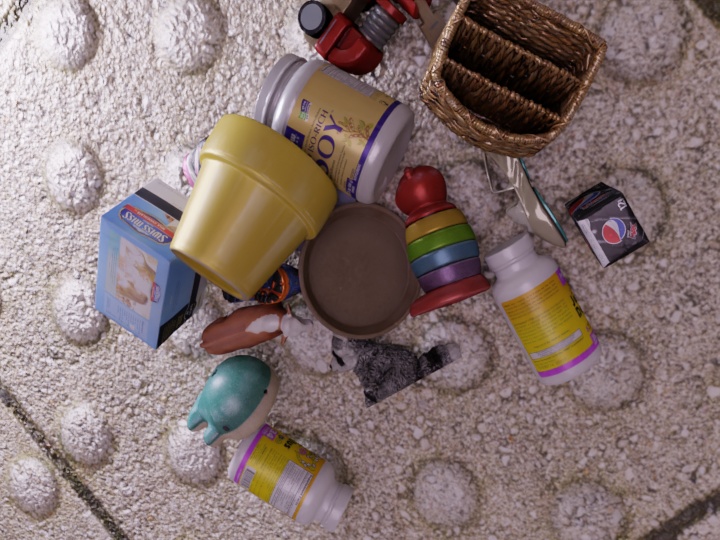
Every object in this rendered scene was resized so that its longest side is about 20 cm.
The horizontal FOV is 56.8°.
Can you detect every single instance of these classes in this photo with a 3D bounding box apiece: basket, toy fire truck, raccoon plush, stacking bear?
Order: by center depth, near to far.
[{"bbox_3d":[0.185,-0.246,0.857,0.196,0.149,0.146,26,77,-7],"label":"basket"},{"bbox_3d":[0.039,-0.343,0.945,0.200,0.128,0.177,45,108,13],"label":"toy fire truck"},{"bbox_3d":[0.109,-0.053,0.975,0.112,0.120,0.206,-25,80,43],"label":"stacking bear"},{"bbox_3d":[0.045,0.121,1.054,0.196,0.097,0.137,-25,80,-12],"label":"raccoon plush"}]

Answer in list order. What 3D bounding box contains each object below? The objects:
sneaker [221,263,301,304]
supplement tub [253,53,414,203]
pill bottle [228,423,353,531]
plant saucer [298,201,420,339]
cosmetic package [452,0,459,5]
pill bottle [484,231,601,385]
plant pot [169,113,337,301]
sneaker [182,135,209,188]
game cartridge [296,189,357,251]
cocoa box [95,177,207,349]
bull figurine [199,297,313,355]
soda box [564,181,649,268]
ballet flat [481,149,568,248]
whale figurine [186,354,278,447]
[{"bbox_3d":[-0.157,0.017,1.050,0.197,0.077,0.078,13,99,46],"label":"sneaker"},{"bbox_3d":[-0.037,-0.202,0.936,0.196,0.145,0.149,29,106,9],"label":"supplement tub"},{"bbox_3d":[-0.112,0.343,1.096,0.196,0.104,0.106,29,106,7],"label":"pill bottle"},{"bbox_3d":[0.000,0.000,1.012,0.193,0.029,0.208,0,90,-14],"label":"plant saucer"},{"bbox_3d":[0.108,-0.454,0.905,0.200,0.103,0.088,44,105,1],"label":"cosmetic package"},{"bbox_3d":[0.257,0.052,0.957,0.102,0.104,0.204,-29,93,17],"label":"pill bottle"},{"bbox_3d":[-0.158,-0.074,0.914,0.197,0.201,0.192,30,76,7],"label":"plant pot"},{"bbox_3d":[-0.201,-0.121,1.039,0.201,0.080,0.086,50,135,0],"label":"sneaker"},{"bbox_3d":[-0.063,-0.125,1.044,0.126,0.038,0.207,13,103,7],"label":"game cartridge"},{"bbox_3d":[-0.320,-0.008,1.041,0.131,0.132,0.203,31,131,8],"label":"cocoa box"},{"bbox_3d":[-0.160,0.084,1.059,0.194,0.121,0.067,-13,98,16],"label":"bull figurine"},{"bbox_3d":[0.316,-0.065,0.870,0.062,0.200,0.072,-32,92,16],"label":"soda box"},{"bbox_3d":[0.226,-0.113,0.957,0.068,0.069,0.204,-28,84,17],"label":"ballet flat"},{"bbox_3d":[-0.224,0.204,1.083,0.197,0.162,0.104,-19,125,40],"label":"whale figurine"}]
